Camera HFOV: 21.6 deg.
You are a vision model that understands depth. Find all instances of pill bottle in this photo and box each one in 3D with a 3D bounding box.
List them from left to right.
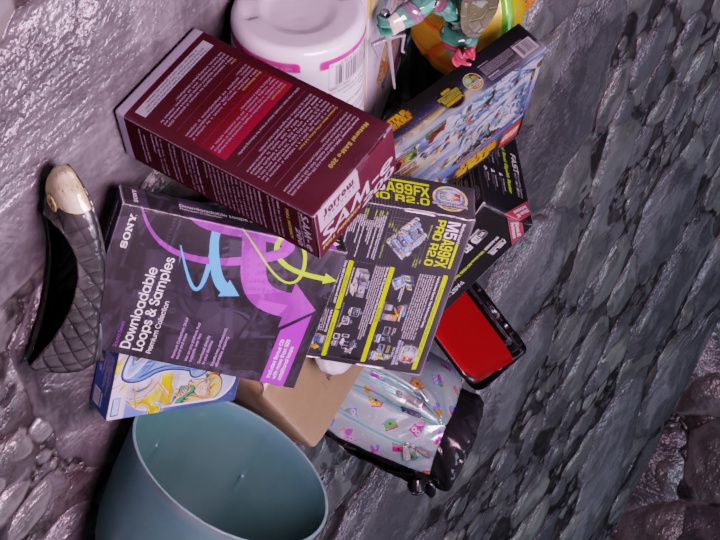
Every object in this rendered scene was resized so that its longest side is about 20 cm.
[{"bbox_3d":[-0.054,-0.148,1.629,0.113,0.113,0.200,-45,152,-35],"label":"pill bottle"}]

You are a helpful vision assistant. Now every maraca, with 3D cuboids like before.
[{"bbox_3d":[0.097,-0.271,1.763,0.107,0.137,0.200,-18,116,-34],"label":"maraca"}]

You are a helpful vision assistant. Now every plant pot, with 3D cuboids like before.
[{"bbox_3d":[-0.156,0.239,1.764,0.200,0.201,0.161,-20,147,-58],"label":"plant pot"}]

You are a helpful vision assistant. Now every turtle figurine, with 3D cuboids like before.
[{"bbox_3d":[0.080,-0.259,1.644,0.150,0.101,0.200,-60,162,-57],"label":"turtle figurine"}]

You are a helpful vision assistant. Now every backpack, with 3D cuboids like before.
[{"bbox_3d":[0.029,0.141,2.029,0.127,0.200,0.167,-64,178,12],"label":"backpack"}]

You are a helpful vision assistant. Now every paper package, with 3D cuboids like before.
[{"bbox_3d":[-0.063,0.051,1.849,0.191,0.103,0.200,-59,156,-10],"label":"paper package"}]

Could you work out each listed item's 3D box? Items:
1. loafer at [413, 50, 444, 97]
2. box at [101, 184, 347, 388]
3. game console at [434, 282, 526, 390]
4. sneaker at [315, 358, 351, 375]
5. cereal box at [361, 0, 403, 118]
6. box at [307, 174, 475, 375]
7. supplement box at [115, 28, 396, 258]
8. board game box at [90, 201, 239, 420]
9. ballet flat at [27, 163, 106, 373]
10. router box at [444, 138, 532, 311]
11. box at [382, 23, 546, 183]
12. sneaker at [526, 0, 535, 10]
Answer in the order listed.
[{"bbox_3d":[0.100,-0.238,1.903,0.073,0.071,0.200,-47,153,-31],"label":"loafer"},{"bbox_3d":[-0.127,0.016,1.586,0.036,0.200,0.143,-109,-144,-58],"label":"box"},{"bbox_3d":[0.063,0.041,1.952,0.119,0.200,0.172,-31,170,-30],"label":"game console"},{"bbox_3d":[0.029,0.017,1.761,0.200,0.088,0.075,-63,159,4],"label":"sneaker"},{"bbox_3d":[0.009,-0.223,1.715,0.200,0.039,0.144,91,14,-47],"label":"cereal box"},{"bbox_3d":[0.000,0.000,1.663,0.044,0.160,0.200,-90,-168,-46],"label":"box"},{"bbox_3d":[-0.083,-0.104,1.504,0.109,0.200,0.061,-50,154,-25],"label":"supplement box"},{"bbox_3d":[-0.156,0.033,1.659,0.135,0.034,0.200,-8,126,-34],"label":"board game box"},{"bbox_3d":[-0.234,0.005,1.491,0.057,0.066,0.200,-14,131,-25],"label":"ballet flat"},{"bbox_3d":[0.089,-0.079,1.864,0.062,0.200,0.150,22,131,-28],"label":"router box"},{"bbox_3d":[0.075,-0.123,1.705,0.200,0.040,0.137,-37,159,-26],"label":"box"},{"bbox_3d":[0.171,-0.351,1.927,0.078,0.075,0.200,-5,119,-60],"label":"sneaker"}]
